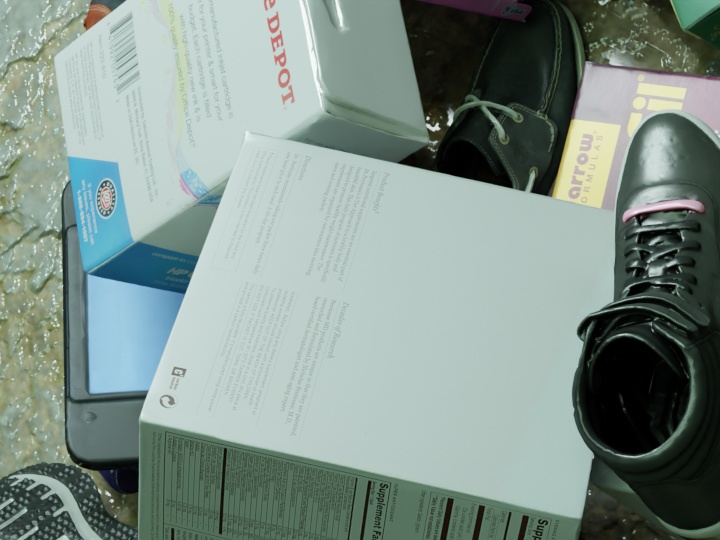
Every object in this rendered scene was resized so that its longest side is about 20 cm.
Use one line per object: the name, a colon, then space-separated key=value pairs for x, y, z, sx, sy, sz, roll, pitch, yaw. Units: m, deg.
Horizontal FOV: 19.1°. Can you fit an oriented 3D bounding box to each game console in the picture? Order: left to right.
game console: x=-0.090 y=-0.001 z=1.237 sx=0.170 sy=0.118 sz=0.201 roll=-3 pitch=59 yaw=-4

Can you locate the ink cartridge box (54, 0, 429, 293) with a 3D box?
ink cartridge box: x=-0.068 y=-0.095 z=1.164 sx=0.200 sy=0.085 sz=0.145 roll=-31 pitch=59 yaw=38

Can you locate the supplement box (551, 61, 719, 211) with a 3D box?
supplement box: x=0.210 y=-0.027 z=1.142 sx=0.199 sy=0.103 sz=0.131 roll=9 pitch=79 yaw=27

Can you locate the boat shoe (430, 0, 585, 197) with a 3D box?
boat shoe: x=0.080 y=-0.072 z=1.235 sx=0.072 sy=0.068 sz=0.201 roll=10 pitch=75 yaw=27

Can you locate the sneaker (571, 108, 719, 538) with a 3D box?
sneaker: x=0.135 y=0.010 z=0.940 sx=0.071 sy=0.099 sz=0.201 roll=-9 pitch=69 yaw=24

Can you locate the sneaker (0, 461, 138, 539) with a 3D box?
sneaker: x=-0.160 y=0.179 z=1.264 sx=0.074 sy=0.080 sz=0.200 roll=-31 pitch=38 yaw=-29

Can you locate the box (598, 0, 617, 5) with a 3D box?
box: x=0.092 y=-0.237 z=1.188 sx=0.200 sy=0.160 sz=0.049 roll=47 pitch=109 yaw=2

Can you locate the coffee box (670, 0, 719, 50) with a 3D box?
coffee box: x=0.213 y=-0.158 z=1.124 sx=0.044 sy=0.200 sz=0.123 roll=-31 pitch=64 yaw=29

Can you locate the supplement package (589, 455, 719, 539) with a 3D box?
supplement package: x=0.204 y=0.082 z=1.057 sx=0.113 sy=0.200 sz=0.110 roll=8 pitch=77 yaw=27

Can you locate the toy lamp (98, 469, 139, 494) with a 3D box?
toy lamp: x=-0.087 y=0.132 z=1.254 sx=0.200 sy=0.058 sz=0.058 roll=28 pitch=87 yaw=28

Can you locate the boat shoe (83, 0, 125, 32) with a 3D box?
boat shoe: x=-0.086 y=-0.156 z=1.336 sx=0.199 sy=0.071 sz=0.063 roll=-1 pitch=71 yaw=28

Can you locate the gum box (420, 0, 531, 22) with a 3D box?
gum box: x=0.003 y=-0.201 z=1.251 sx=0.200 sy=0.113 sz=0.066 roll=23 pitch=102 yaw=41

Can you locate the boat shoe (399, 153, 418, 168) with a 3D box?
boat shoe: x=0.000 y=0.000 z=1.246 sx=0.069 sy=0.071 sz=0.201 roll=-8 pitch=73 yaw=20

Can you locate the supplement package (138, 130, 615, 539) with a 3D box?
supplement package: x=0.013 y=0.066 z=1.034 sx=0.199 sy=0.147 sz=0.192 roll=12 pitch=48 yaw=5
